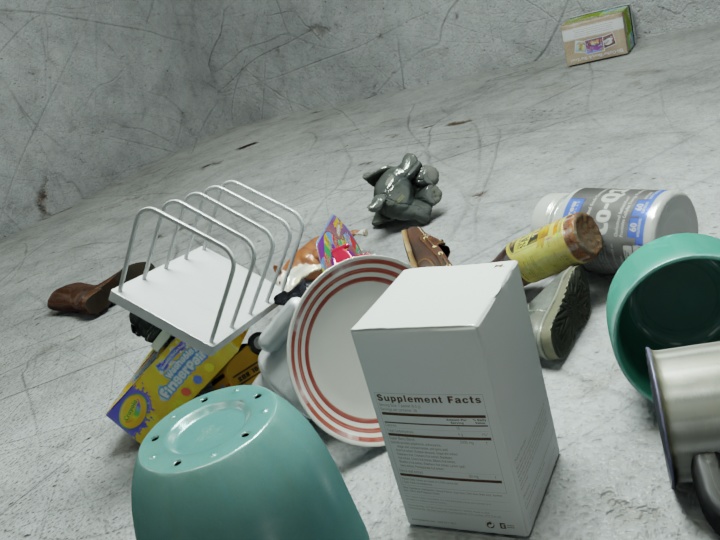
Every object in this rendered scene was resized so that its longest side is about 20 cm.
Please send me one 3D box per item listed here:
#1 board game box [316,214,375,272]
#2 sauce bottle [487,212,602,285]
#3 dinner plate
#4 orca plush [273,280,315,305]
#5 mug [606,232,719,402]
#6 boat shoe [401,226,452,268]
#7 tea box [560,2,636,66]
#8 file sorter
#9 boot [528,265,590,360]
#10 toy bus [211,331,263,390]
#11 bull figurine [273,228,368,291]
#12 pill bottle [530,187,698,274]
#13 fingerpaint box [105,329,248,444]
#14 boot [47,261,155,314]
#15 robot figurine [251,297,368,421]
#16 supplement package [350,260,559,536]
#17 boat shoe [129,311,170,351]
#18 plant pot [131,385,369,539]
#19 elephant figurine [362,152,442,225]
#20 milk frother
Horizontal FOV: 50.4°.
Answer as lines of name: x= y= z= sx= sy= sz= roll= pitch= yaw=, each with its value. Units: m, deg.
board game box: x=0.000 y=0.000 z=1.098 sx=0.038 sy=0.160 sz=0.201 roll=-22 pitch=17 yaw=17
sauce bottle: x=0.227 y=-0.015 z=1.025 sx=0.199 sy=0.067 sz=0.066 roll=-27 pitch=7 yaw=47
dinner plate: x=0.013 y=0.086 z=0.825 sx=0.198 sy=0.203 sz=0.024 roll=-25 pitch=7 yaw=-22
orca plush: x=-0.023 y=0.043 z=0.995 sx=0.197 sy=0.106 sz=0.071 roll=8 pitch=31 yaw=-30
mug: x=0.324 y=0.055 z=0.738 sx=0.151 sy=0.186 sz=0.115 roll=-35 pitch=7 yaw=20
boat shoe: x=0.108 y=-0.017 z=1.193 sx=0.069 sy=0.071 sz=0.201 roll=-22 pitch=28 yaw=6
tea box: x=0.781 y=-0.773 z=2.505 sx=0.197 sy=0.136 sz=0.197 roll=-5 pitch=24 yaw=30
file sorter: x=-0.169 y=-0.017 z=0.905 sx=0.137 sy=0.126 sz=0.200 roll=27 pitch=23 yaw=11
boot: x=0.174 y=0.057 z=0.965 sx=0.198 sy=0.074 sz=0.181 roll=-10 pitch=18 yaw=39
toy bus: x=-0.101 y=0.106 z=1.013 sx=0.199 sy=0.079 sz=0.065 roll=-32 pitch=-3 yaw=-34
bull figurine: x=-0.068 y=-0.020 z=1.358 sx=0.119 sy=0.066 sz=0.200 roll=-1 pitch=28 yaw=29
pill bottle: x=0.334 y=-0.053 z=1.028 sx=0.113 sy=0.116 sz=0.198 roll=-30 pitch=23 yaw=-31
fingerpaint box: x=-0.225 y=0.109 z=1.014 sx=0.200 sy=0.073 sz=0.167 roll=-45 pitch=12 yaw=19
boot: x=-0.555 y=0.035 z=1.637 sx=0.198 sy=0.065 sz=0.185 roll=-3 pitch=22 yaw=47
robot figurine: x=-0.041 y=0.092 z=0.893 sx=0.201 sy=0.169 sz=0.113 roll=-50 pitch=43 yaw=7
supplement package: x=0.090 y=0.110 z=0.680 sx=0.118 sy=0.203 sz=0.121 roll=-4 pitch=22 yaw=31
boat shoe: x=-0.265 y=0.054 z=0.983 sx=0.075 sy=0.066 sz=0.199 roll=-51 pitch=11 yaw=1
plant pot: x=-0.105 y=0.201 z=0.665 sx=0.197 sy=0.164 sz=0.201 roll=-15 pitch=20 yaw=6
elephant figurine: x=0.067 y=-0.149 z=1.529 sx=0.199 sy=0.153 sz=0.144 roll=4 pitch=70 yaw=67
milk frother: x=0.315 y=0.083 z=0.567 sx=0.185 sy=0.203 sz=0.181 roll=-11 pitch=24 yaw=17
